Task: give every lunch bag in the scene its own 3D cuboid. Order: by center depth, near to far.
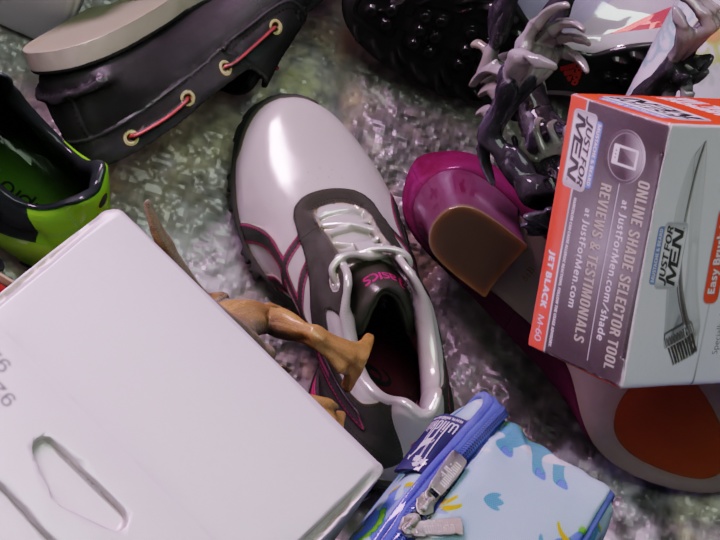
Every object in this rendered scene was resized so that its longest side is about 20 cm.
[{"bbox_3d":[0.012,0.149,1.022,0.082,0.200,0.161,36,61,4],"label":"lunch bag"}]

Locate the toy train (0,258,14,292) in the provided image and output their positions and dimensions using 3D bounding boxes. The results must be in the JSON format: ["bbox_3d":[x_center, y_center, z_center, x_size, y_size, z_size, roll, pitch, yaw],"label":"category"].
[{"bbox_3d":[-0.161,0.014,1.126,0.200,0.034,0.046,32,23,0],"label":"toy train"}]

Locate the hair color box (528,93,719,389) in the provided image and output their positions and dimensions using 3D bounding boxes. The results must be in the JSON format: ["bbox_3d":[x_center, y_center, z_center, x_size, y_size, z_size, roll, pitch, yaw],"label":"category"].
[{"bbox_3d":[0.172,-0.014,1.119,0.199,0.064,0.111,-1,106,-40],"label":"hair color box"}]

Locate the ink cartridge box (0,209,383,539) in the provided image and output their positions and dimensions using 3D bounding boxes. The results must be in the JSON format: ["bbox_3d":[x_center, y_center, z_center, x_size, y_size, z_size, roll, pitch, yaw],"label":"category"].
[{"bbox_3d":[-0.109,0.106,1.008,0.147,0.200,0.145,43,61,7],"label":"ink cartridge box"}]

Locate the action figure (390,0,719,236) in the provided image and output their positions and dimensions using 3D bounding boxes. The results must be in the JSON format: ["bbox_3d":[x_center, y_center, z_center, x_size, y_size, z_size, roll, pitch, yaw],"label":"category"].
[{"bbox_3d":[0.092,-0.087,1.146,0.119,0.102,0.200,-16,70,-47],"label":"action figure"}]

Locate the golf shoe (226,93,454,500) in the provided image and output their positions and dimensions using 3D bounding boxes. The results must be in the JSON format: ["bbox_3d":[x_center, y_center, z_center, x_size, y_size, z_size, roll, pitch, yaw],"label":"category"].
[{"bbox_3d":[0.000,0.000,1.158,0.077,0.088,0.201,-12,67,-19],"label":"golf shoe"}]

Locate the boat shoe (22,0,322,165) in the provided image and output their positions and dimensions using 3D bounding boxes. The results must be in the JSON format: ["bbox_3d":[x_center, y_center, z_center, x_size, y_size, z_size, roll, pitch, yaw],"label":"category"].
[{"bbox_3d":[-0.067,-0.111,1.210,0.201,0.074,0.063,-35,114,-37],"label":"boat shoe"}]

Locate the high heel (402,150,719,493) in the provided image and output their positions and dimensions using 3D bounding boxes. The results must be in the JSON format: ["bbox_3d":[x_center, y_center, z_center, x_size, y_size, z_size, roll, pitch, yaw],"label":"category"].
[{"bbox_3d":[0.100,0.019,1.197,0.067,0.096,0.200,-41,108,11],"label":"high heel"}]

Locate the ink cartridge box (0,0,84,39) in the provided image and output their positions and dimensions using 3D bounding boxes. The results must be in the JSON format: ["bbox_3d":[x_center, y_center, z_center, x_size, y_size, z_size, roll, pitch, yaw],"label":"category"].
[{"bbox_3d":[-0.163,-0.227,1.223,0.145,0.083,0.201,22,61,-5],"label":"ink cartridge box"}]

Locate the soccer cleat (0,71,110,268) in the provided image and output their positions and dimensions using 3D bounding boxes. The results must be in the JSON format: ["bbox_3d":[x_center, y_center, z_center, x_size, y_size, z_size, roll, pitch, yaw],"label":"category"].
[{"bbox_3d":[-0.192,-0.074,1.141,0.200,0.081,0.068,32,60,1],"label":"soccer cleat"}]

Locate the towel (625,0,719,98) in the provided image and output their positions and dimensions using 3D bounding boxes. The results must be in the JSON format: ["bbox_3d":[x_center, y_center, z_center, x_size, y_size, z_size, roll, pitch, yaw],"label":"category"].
[{"bbox_3d":[0.222,-0.059,1.228,0.199,0.048,0.172,27,91,-9],"label":"towel"}]

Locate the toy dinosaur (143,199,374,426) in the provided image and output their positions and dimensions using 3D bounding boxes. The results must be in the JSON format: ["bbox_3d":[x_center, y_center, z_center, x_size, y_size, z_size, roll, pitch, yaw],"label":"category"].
[{"bbox_3d":[-0.051,0.031,1.056,0.106,0.200,0.061,24,82,-3],"label":"toy dinosaur"}]

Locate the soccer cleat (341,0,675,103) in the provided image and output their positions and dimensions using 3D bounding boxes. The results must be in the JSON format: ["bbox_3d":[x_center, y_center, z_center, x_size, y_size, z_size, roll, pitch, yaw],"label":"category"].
[{"bbox_3d":[0.087,-0.121,1.262,0.199,0.068,0.073,9,45,-11],"label":"soccer cleat"}]
